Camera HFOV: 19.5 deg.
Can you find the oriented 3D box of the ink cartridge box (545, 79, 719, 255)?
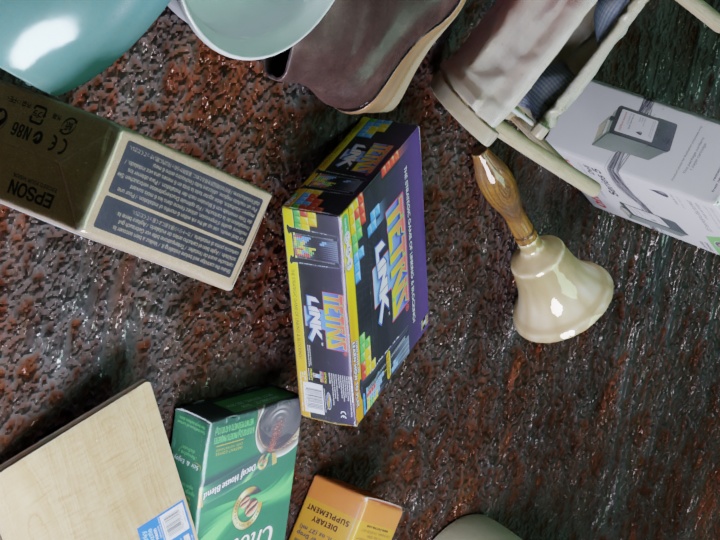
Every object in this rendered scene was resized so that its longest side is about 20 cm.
[{"bbox_3d":[0.294,-0.094,1.989,0.084,0.200,0.145,-60,144,-9],"label":"ink cartridge box"}]

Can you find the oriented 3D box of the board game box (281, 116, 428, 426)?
[{"bbox_3d":[0.000,0.000,1.726,0.165,0.057,0.201,-50,143,-50],"label":"board game box"}]

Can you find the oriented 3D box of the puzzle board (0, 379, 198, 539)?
[{"bbox_3d":[-0.201,0.197,1.592,0.150,0.017,0.201,-32,128,-26],"label":"puzzle board"}]

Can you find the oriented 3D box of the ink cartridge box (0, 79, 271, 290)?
[{"bbox_3d":[-0.185,-0.064,1.353,0.165,0.200,0.075,24,87,-54],"label":"ink cartridge box"}]

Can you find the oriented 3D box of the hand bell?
[{"bbox_3d":[0.152,-0.038,1.940,0.104,0.104,0.200,-51,130,-25],"label":"hand bell"}]

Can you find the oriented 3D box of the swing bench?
[{"bbox_3d":[0.177,-0.197,1.793,0.199,0.130,0.200,-51,145,13],"label":"swing bench"}]

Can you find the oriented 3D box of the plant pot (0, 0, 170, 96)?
[{"bbox_3d":[-0.200,-0.205,1.278,0.200,0.200,0.161,27,94,-55],"label":"plant pot"}]

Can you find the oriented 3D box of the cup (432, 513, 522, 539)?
[{"bbox_3d":[0.141,0.357,2.053,0.200,0.143,0.201,-28,127,-44],"label":"cup"}]

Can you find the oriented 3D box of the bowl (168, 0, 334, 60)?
[{"bbox_3d":[-0.092,-0.257,1.479,0.201,0.090,0.202,-29,129,-43],"label":"bowl"}]

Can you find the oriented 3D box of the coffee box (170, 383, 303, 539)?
[{"bbox_3d":[-0.109,0.200,1.721,0.123,0.044,0.201,-11,115,-51],"label":"coffee box"}]

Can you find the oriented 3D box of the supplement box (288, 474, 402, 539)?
[{"bbox_3d":[-0.038,0.287,1.843,0.069,0.066,0.201,23,87,-55],"label":"supplement box"}]

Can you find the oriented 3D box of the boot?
[{"bbox_3d":[0.010,-0.223,1.649,0.166,0.072,0.201,15,98,-57],"label":"boot"}]
